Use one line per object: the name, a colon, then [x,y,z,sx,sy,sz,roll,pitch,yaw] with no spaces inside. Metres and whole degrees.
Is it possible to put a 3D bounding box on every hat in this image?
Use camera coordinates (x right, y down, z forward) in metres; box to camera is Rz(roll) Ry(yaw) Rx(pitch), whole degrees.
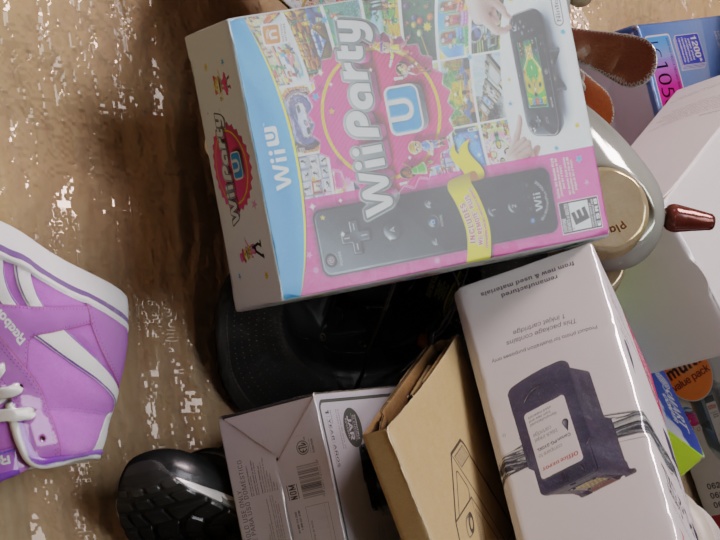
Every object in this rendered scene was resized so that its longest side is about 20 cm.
hat: [0.000,0.000,1.649,0.200,0.201,0.081,30,16,-41]

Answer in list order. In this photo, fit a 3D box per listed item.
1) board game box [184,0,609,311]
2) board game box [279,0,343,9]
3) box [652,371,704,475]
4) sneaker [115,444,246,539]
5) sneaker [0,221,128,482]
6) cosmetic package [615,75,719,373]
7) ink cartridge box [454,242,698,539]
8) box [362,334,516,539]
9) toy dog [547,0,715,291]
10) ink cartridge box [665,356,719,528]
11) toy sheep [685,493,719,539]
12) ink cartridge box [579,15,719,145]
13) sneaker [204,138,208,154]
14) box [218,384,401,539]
board game box: [0.021,-0.069,1.542,0.199,0.064,0.149,-11,90,-26]
board game box: [-0.004,-0.137,1.649,0.200,0.134,0.034,41,92,-24]
box: [0.132,0.054,1.793,0.200,0.048,0.122,37,22,-37]
sneaker: [-0.063,0.111,1.568,0.200,0.075,0.088,30,52,-53]
sneaker: [-0.188,0.040,1.434,0.200,0.072,0.115,26,63,-43]
cosmetic package: [0.212,-0.035,1.801,0.200,0.085,0.108,-45,111,-48]
ink cartridge box: [0.125,0.113,1.564,0.145,0.084,0.201,59,15,-54]
box: [0.060,0.149,1.514,0.164,0.021,0.201,-49,120,-70]
toy dog: [0.141,-0.082,1.668,0.096,0.132,0.201,-8,94,-10]
ink cartridge box: [0.297,0.074,1.944,0.144,0.145,0.201,-28,99,-50]
toy sheep: [0.144,0.180,1.745,0.199,0.137,0.139,17,66,-47]
ink cartridge box: [0.225,-0.097,1.970,0.200,0.076,0.137,-12,88,-53]
sneaker: [-0.034,-0.080,1.659,0.078,0.079,0.200,46,10,17]
box: [0.011,0.122,1.554,0.200,0.060,0.117,-3,79,-61]
